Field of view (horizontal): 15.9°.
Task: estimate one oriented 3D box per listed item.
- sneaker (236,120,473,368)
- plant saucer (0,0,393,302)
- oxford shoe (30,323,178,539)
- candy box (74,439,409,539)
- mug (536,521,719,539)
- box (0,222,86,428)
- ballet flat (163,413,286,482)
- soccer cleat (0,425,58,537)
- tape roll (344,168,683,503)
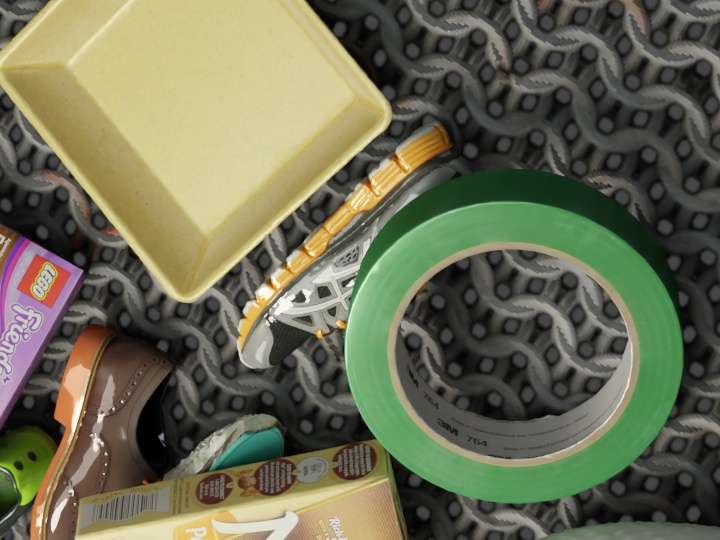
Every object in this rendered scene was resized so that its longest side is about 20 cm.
[{"bbox_3d":[0.000,0.000,1.575,0.077,0.078,0.200,45,116,-2],"label":"sneaker"},{"bbox_3d":[-0.098,-0.116,1.599,0.200,0.048,0.200,-41,87,27],"label":"plant saucer"},{"bbox_3d":[-0.166,0.139,1.684,0.072,0.071,0.201,16,109,13],"label":"oxford shoe"},{"bbox_3d":[-0.068,0.184,1.614,0.199,0.055,0.116,-11,115,4],"label":"candy box"},{"bbox_3d":[0.153,0.221,1.502,0.174,0.200,0.149,4,95,31],"label":"mug"},{"bbox_3d":[-0.284,0.054,1.662,0.136,0.039,0.201,29,83,1],"label":"box"},{"bbox_3d":[-0.113,0.167,1.674,0.072,0.072,0.201,29,111,13],"label":"ballet flat"},{"bbox_3d":[-0.278,0.176,1.732,0.068,0.081,0.200,48,116,4],"label":"soccer cleat"},{"bbox_3d":[0.091,0.040,1.526,0.199,0.048,0.202,2,117,4],"label":"tape roll"}]
